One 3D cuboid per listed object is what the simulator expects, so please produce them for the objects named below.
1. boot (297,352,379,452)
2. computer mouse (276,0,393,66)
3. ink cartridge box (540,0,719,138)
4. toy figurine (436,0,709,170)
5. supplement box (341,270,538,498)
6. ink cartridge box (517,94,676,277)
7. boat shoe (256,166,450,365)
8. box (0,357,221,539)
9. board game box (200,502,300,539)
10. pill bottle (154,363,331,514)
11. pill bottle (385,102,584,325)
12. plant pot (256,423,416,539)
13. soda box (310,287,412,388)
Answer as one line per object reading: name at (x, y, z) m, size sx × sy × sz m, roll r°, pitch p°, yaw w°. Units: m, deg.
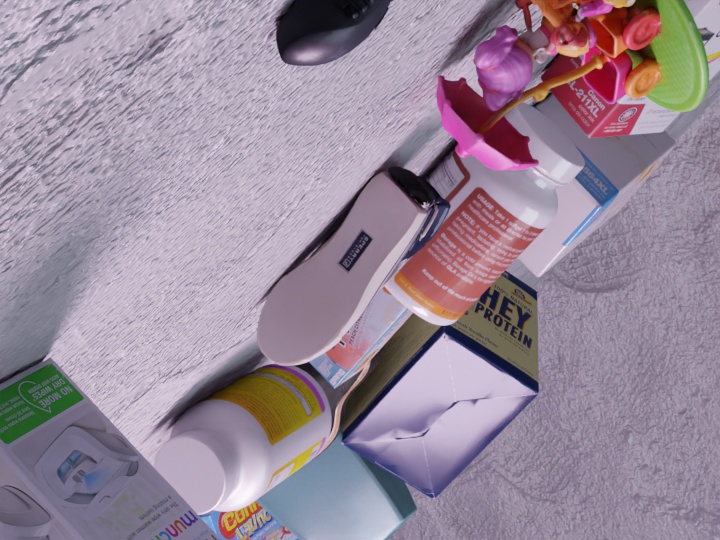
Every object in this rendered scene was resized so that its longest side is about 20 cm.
boot at (-0.074, 0.153, 1.993) m, size 0.138 × 0.077 × 0.200 m, roll -25°, pitch 148°, yaw -52°
computer mouse at (0.032, -0.170, 0.969) m, size 0.200 × 0.034 × 0.059 m, roll -42°, pitch 171°, yaw -19°
ink cartridge box at (0.287, -0.223, 1.693) m, size 0.145 × 0.083 × 0.200 m, roll -9°, pitch 147°, yaw -50°
toy figurine at (0.140, -0.156, 1.334) m, size 0.184 × 0.150 × 0.200 m, roll -32°, pitch 147°, yaw -14°
supplement box at (0.094, 0.109, 2.077) m, size 0.200 × 0.134 × 0.200 m, roll -48°, pitch -162°, yaw 29°
ink cartridge box at (0.224, -0.111, 1.897) m, size 0.200 × 0.125 × 0.129 m, roll -35°, pitch 168°, yaw -45°
boat shoe at (0.000, 0.000, 1.515) m, size 0.200 × 0.075 × 0.093 m, roll -48°, pitch 164°, yaw 18°
box at (-0.203, 0.189, 1.110) m, size 0.200 × 0.177 × 0.097 m, roll -48°, pitch 171°, yaw 30°
board game box at (-0.126, 0.357, 2.292) m, size 0.056 × 0.197 × 0.200 m, roll -10°, pitch -165°, yaw 35°
pill bottle at (-0.111, 0.159, 1.679) m, size 0.104 × 0.104 × 0.200 m, roll -48°, pitch 171°, yaw 25°
pill bottle at (0.108, -0.054, 1.653) m, size 0.200 × 0.112 × 0.112 m, roll -47°, pitch 172°, yaw 20°
plant pot at (-0.036, 0.249, 2.165) m, size 0.141 × 0.200 × 0.141 m, roll -46°, pitch 172°, yaw 10°
soda box at (0.022, 0.025, 1.809) m, size 0.200 × 0.064 × 0.068 m, roll -49°, pitch 170°, yaw 27°
